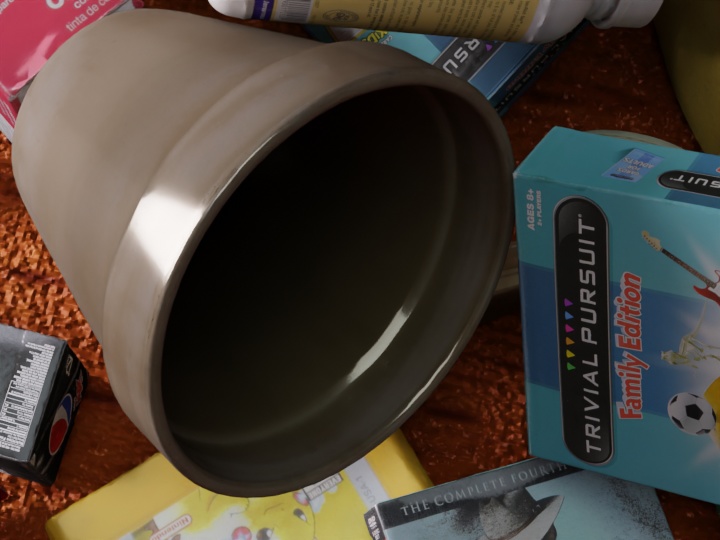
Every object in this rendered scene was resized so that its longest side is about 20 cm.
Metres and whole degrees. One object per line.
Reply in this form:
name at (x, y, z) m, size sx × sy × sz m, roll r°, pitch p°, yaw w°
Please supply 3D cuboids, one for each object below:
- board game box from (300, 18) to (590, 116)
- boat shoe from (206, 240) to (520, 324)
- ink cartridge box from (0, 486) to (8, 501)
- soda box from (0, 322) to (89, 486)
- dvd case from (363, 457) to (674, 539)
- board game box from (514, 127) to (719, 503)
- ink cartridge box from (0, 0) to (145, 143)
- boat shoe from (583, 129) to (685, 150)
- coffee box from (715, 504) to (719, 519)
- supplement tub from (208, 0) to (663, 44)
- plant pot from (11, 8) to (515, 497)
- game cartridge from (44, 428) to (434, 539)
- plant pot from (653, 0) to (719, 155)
board game box at (0.026, -0.177, 0.920) m, size 0.151 × 0.047 × 0.200 m, roll -46°, pitch 77°, yaw 12°
boat shoe at (0.000, 0.000, 0.886) m, size 0.199 × 0.072 × 0.065 m, roll -9°, pitch 76°, yaw 5°
ink cartridge box at (-0.244, 0.150, 0.782) m, size 0.175 × 0.200 × 0.084 m, roll -22°, pitch 75°, yaw -3°
soda box at (-0.240, 0.046, 0.878) m, size 0.199 × 0.071 × 0.064 m, roll 15°, pitch 74°, yaw 6°
dvd case at (0.099, 0.187, 0.832) m, size 0.145 × 0.022 × 0.201 m, roll -12°, pitch 72°, yaw -21°
board game box at (0.167, 0.031, 0.761) m, size 0.199 × 0.152 × 0.047 m, roll 12°, pitch 36°, yaw 27°
ink cartridge box at (-0.193, -0.151, 0.893) m, size 0.086 × 0.148 × 0.200 m, roll -40°, pitch 78°, yaw -9°
boat shoe at (0.162, -0.007, 0.867) m, size 0.074 × 0.066 × 0.199 m, roll -39°, pitch 43°, yaw -24°
coffee box at (0.231, 0.110, 0.828) m, size 0.122 × 0.044 × 0.201 m, roll -14°, pitch 55°, yaw -2°
supplement tub at (0.034, -0.177, 0.790) m, size 0.199 × 0.145 × 0.146 m, roll 4°, pitch 74°, yaw -7°
plant pot at (-0.059, -0.031, 0.788) m, size 0.200 × 0.200 × 0.173 m, roll -45°, pitch 52°, yaw -10°
game cartridge at (-0.030, 0.163, 0.860) m, size 0.176 × 0.032 × 0.201 m, roll -31°, pitch 75°, yaw -6°
plant pot at (0.245, -0.127, 0.856) m, size 0.194 × 0.194 × 0.201 m, roll -6°, pitch 79°, yaw 0°
